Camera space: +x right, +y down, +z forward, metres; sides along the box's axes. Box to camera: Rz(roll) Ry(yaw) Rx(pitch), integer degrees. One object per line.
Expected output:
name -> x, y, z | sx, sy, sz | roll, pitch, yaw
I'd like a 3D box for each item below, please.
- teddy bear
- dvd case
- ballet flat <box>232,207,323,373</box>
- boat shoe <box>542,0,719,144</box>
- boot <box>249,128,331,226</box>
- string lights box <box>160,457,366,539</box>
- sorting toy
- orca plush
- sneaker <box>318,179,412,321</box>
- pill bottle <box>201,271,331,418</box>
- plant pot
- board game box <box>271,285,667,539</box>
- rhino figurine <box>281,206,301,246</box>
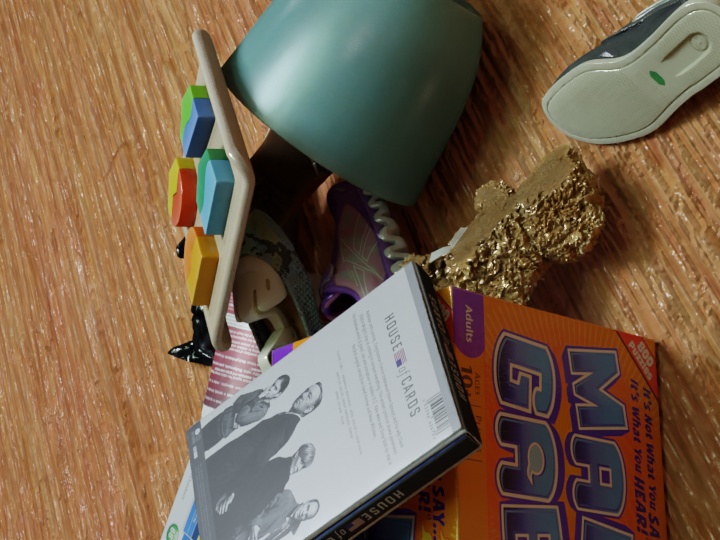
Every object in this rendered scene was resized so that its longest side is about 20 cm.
teddy bear -> 0.102, -0.006, 1.114 | 0.200, 0.067, 0.145 | -43, 24, 4
dvd case -> -0.023, 0.103, 0.911 | 0.199, 0.025, 0.151 | -36, 38, 18
ballet flat -> -0.067, 0.047, 1.222 | 0.074, 0.074, 0.202 | -24, 93, 46
boat shoe -> 0.210, -0.150, 1.067 | 0.199, 0.072, 0.068 | -30, 19, 52
boot -> -0.076, -0.084, 1.353 | 0.200, 0.075, 0.107 | -48, 1, -33
string lights box -> -0.056, 0.199, 0.955 | 0.199, 0.058, 0.104 | 26, 97, 53
sorting toy -> -0.128, -0.065, 1.208 | 0.186, 0.036, 0.202 | -111, 24, -45
orca plush -> -0.165, -0.009, 1.497 | 0.105, 0.070, 0.202 | 31, 103, 53
sneaker -> 0.000, 0.000, 1.243 | 0.087, 0.081, 0.201 | -23, 48, -3
pill bottle -> -0.080, 0.098, 1.316 | 0.109, 0.109, 0.203 | 10, 86, 54
plant pot -> 0.009, -0.178, 1.230 | 0.162, 0.199, 0.201 | -55, 40, 14
board game box -> 0.071, 0.147, 1.022 | 0.199, 0.198, 0.203 | -22, 62, 48
rhino figurine -> -0.095, -0.005, 1.414 | 0.087, 0.059, 0.203 | -12, 70, 54
